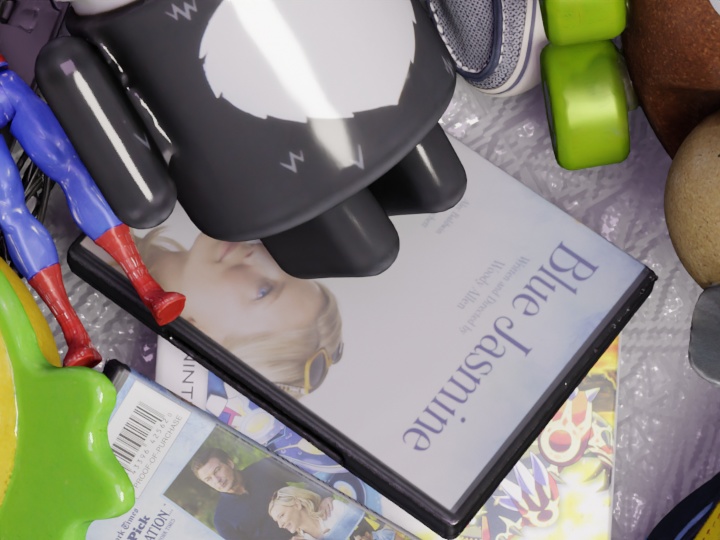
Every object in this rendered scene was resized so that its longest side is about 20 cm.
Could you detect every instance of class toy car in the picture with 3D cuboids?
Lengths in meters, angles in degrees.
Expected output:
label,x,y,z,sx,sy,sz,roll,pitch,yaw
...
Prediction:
label,x,y,z,sx,sy,sz,roll,pitch,yaw
toy car,0.162,-0.044,1.101,0.163,0.158,0.201,-9,54,1

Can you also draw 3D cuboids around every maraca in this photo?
label,x,y,z,sx,sy,sz,roll,pitch,yaw
maraca,-0.158,0.054,1.055,0.200,0.107,0.138,35,118,32

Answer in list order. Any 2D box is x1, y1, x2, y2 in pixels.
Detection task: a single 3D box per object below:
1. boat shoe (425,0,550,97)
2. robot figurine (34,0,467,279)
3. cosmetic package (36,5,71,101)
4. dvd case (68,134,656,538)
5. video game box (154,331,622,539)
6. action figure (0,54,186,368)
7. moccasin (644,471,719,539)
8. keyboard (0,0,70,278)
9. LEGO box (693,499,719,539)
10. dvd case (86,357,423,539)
label,x,y,z,sx,sy,sz,roll,pitch,yaw
boat shoe,0.020,-0.161,1.171,0.092,0.074,0.201,-23,106,-39
robot figurine,-0.040,-0.092,1.087,0.124,0.150,0.201,-25,110,22
cosmetic package,-0.108,-0.138,1.207,0.199,0.071,0.102,-24,84,-2
dvd case,0.000,0.000,1.162,0.200,0.018,0.143,35,67,15
video game box,0.008,0.083,1.197,0.199,0.047,0.183,3,87,1
action figure,-0.142,-0.063,1.093,0.065,0.099,0.201,-31,82,-5
moccasin,0.205,0.090,1.180,0.200,0.068,0.081,-39,85,-4
keyboard,-0.174,-0.028,1.154,0.104,0.040,0.201,22,85,2
LEGO box,0.201,0.146,1.113,0.149,0.077,0.201,33,93,-24
dvd case,-0.054,0.143,1.126,0.199,0.018,0.143,32,91,-22
